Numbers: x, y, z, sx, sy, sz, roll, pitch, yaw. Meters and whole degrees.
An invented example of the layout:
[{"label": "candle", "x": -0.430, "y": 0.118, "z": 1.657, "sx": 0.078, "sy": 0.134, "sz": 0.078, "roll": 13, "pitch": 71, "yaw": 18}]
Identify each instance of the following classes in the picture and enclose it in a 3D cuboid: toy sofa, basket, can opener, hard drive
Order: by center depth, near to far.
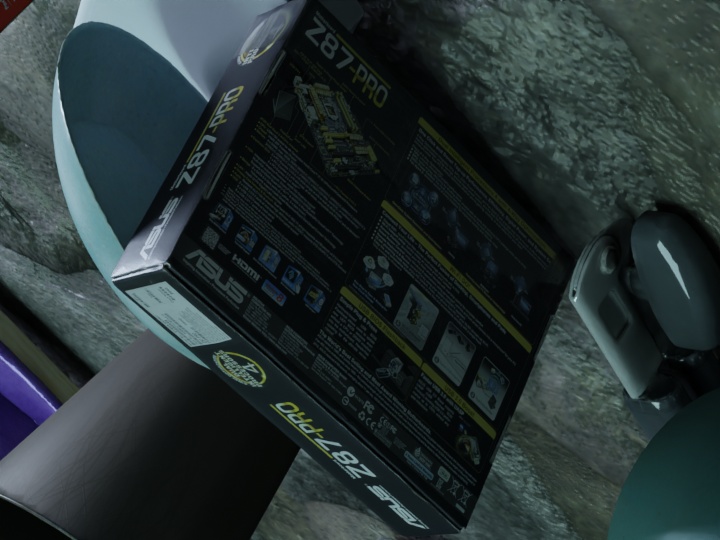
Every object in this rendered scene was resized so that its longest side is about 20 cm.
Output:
[{"label": "can opener", "x": 0.157, "y": 0.057, "z": 0.927, "sx": 0.066, "sy": 0.053, "sz": 0.200, "roll": 10, "pitch": 142, "yaw": 45}, {"label": "hard drive", "x": -0.080, "y": -0.121, "z": 0.990, "sx": 0.132, "sy": 0.027, "sz": 0.200, "roll": 39, "pitch": 154, "yaw": 0}, {"label": "basket", "x": -0.116, "y": 0.113, "z": 1.220, "sx": 0.180, "sy": 0.200, "sz": 0.136, "roll": 24, "pitch": 152, "yaw": 30}, {"label": "toy sofa", "x": -0.300, "y": 0.071, "z": 1.525, "sx": 0.200, "sy": 0.098, "sz": 0.083, "roll": 47, "pitch": 154, "yaw": -13}]

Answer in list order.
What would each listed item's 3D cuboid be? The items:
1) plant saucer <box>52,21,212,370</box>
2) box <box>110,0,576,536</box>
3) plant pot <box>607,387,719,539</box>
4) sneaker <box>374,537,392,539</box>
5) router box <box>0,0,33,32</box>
[{"label": "plant saucer", "x": -0.092, "y": -0.023, "z": 0.936, "sx": 0.039, "sy": 0.201, "sz": 0.201, "roll": -31, "pitch": 114, "yaw": 18}, {"label": "box", "x": 0.000, "y": 0.000, "z": 0.890, "sx": 0.200, "sy": 0.162, "sz": 0.049, "roll": 42, "pitch": 148, "yaw": -27}, {"label": "plant pot", "x": 0.204, "y": 0.135, "z": 0.842, "sx": 0.161, "sy": 0.200, "sz": 0.201, "roll": 31, "pitch": 157, "yaw": 48}, {"label": "sneaker", "x": 0.076, "y": 0.269, "z": 1.369, "sx": 0.200, "sy": 0.075, "sz": 0.087, "roll": 48, "pitch": 149, "yaw": -18}, {"label": "router box", "x": -0.180, "y": -0.174, "z": 0.861, "sx": 0.199, "sy": 0.180, "sz": 0.049, "roll": 12, "pitch": 143, "yaw": 45}]
